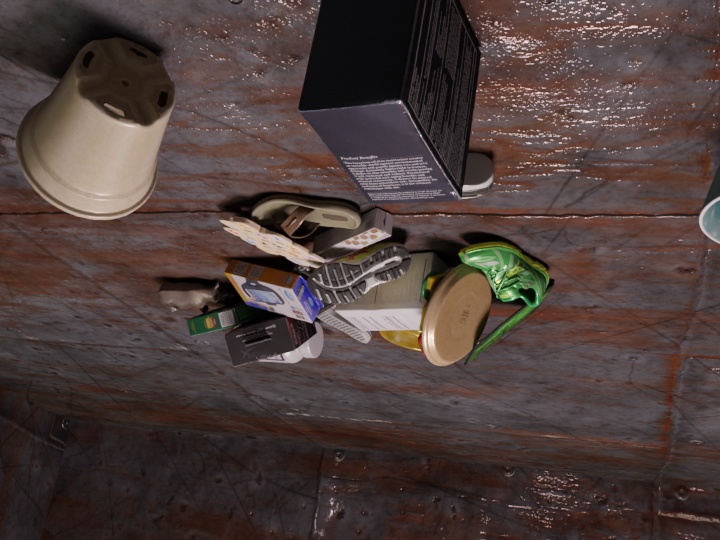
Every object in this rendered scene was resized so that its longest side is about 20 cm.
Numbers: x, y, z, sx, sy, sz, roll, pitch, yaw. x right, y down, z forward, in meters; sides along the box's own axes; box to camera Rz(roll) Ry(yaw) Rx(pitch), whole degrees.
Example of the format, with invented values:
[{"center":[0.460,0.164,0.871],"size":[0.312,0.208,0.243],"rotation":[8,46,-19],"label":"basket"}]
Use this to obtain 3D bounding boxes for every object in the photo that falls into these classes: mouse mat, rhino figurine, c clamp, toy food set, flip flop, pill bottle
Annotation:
[{"center":[0.282,0.105,1.699],"size":[0.008,0.199,0.161],"rotation":[49,166,15],"label":"mouse mat"},{"center":[-0.361,0.057,1.978],"size":[0.197,0.061,0.087],"rotation":[-2,159,22],"label":"rhino figurine"},{"center":[-0.127,0.026,1.803],"size":[0.170,0.027,0.200],"rotation":[34,152,-7],"label":"c clamp"},{"center":[0.171,0.074,1.600],"size":[0.048,0.201,0.198],"rotation":[23,-159,39],"label":"toy food set"},{"center":[-0.096,-0.084,1.513],"size":[0.196,0.059,0.081],"rotation":[6,158,12],"label":"flip flop"},{"center":[-0.191,0.159,2.085],"size":[0.197,0.114,0.112],"rotation":[0,157,23],"label":"pill bottle"}]

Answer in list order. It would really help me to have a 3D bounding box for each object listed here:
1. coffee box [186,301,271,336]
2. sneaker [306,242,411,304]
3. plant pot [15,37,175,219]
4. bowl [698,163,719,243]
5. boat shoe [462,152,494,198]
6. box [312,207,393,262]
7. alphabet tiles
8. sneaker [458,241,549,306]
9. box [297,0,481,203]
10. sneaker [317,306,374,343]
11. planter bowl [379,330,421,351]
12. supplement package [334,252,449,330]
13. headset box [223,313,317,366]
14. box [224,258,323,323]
[{"center":[-0.290,0.100,1.997],"size":[0.122,0.045,0.198],"rotation":[-20,-177,-42],"label":"coffee box"},{"center":[0.000,0.000,1.597],"size":[0.197,0.079,0.090],"rotation":[-16,-164,10],"label":"sneaker"},{"center":[-0.336,-0.201,1.184],"size":[0.198,0.203,0.183],"rotation":[20,145,-24],"label":"plant pot"},{"center":[0.532,-0.109,1.122],"size":[0.197,0.107,0.201],"rotation":[8,158,3],"label":"bowl"},{"center":[0.096,-0.132,1.298],"size":[0.196,0.072,0.064],"rotation":[4,157,8],"label":"boat shoe"},{"center":[-0.016,-0.060,1.565],"size":[0.038,0.042,0.199],"rotation":[22,154,-30],"label":"box"},{"center":[-0.157,-0.052,1.603],"size":[0.199,0.015,0.194],"rotation":[29,168,-37],"label":"alphabet tiles"},{"center":[0.256,0.007,1.556],"size":[0.198,0.085,0.074],"rotation":[23,155,-29],"label":"sneaker"},{"center":[0.039,-0.208,0.959],"size":[0.121,0.203,0.199],"rotation":[0,156,24],"label":"box"},{"center":[-0.042,0.076,1.877],"size":[0.198,0.080,0.079],"rotation":[28,159,25],"label":"sneaker"},{"center":[0.141,0.099,1.833],"size":[0.197,0.085,0.201],"rotation":[9,159,3],"label":"planter bowl"},{"center":[0.068,0.042,1.683],"size":[0.197,0.116,0.109],"rotation":[-3,155,32],"label":"supplement package"},{"center":[-0.193,0.139,1.915],"size":[0.146,0.076,0.200],"rotation":[-16,-176,15],"label":"headset box"},{"center":[-0.170,0.044,1.799],"size":[0.198,0.042,0.120],"rotation":[15,150,32],"label":"box"}]
